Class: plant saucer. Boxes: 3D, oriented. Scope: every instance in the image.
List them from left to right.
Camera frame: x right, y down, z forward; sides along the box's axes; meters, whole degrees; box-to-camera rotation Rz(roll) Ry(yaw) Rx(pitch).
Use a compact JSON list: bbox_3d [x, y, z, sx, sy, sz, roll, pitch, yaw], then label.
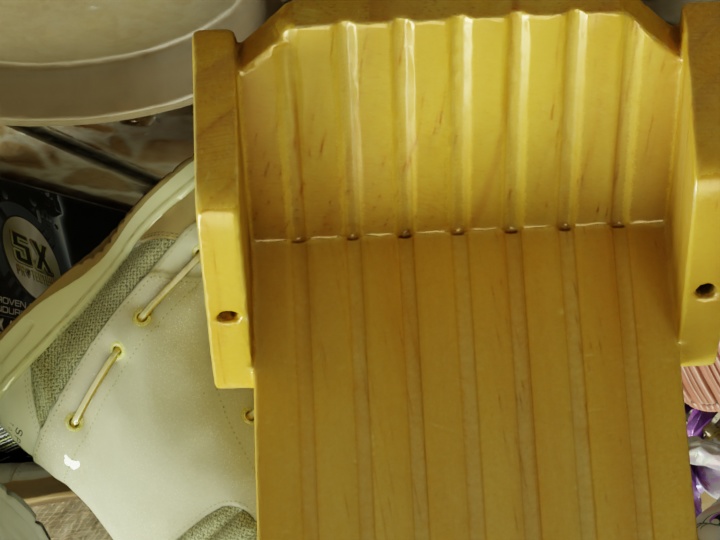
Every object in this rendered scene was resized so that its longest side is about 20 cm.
[{"bbox_3d":[-0.122,-0.104,1.043,0.199,0.030,0.200,-3,159,-1],"label":"plant saucer"}]

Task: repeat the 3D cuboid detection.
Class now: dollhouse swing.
[{"bbox_3d":[0.040,0.021,1.046,0.199,0.176,0.182,-2,142,0],"label":"dollhouse swing"}]

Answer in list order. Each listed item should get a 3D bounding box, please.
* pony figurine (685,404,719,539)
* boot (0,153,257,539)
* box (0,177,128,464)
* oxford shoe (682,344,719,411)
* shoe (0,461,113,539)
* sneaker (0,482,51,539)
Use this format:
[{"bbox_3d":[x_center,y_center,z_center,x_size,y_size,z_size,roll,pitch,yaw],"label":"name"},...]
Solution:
[{"bbox_3d":[0.184,0.094,1.374,0.167,0.200,0.193,51,159,-11],"label":"pony figurine"},{"bbox_3d":[-0.047,0.038,1.168,0.200,0.155,0.072,-42,166,7],"label":"boot"},{"bbox_3d":[-0.173,0.039,1.335,0.163,0.086,0.200,15,153,-39],"label":"box"},{"bbox_3d":[0.157,0.016,1.297,0.074,0.071,0.200,-27,-166,-17],"label":"oxford shoe"},{"bbox_3d":[-0.163,0.114,1.355,0.199,0.053,0.070,-1,127,-16],"label":"shoe"},{"bbox_3d":[-0.186,0.108,1.171,0.074,0.087,0.200,3,134,23],"label":"sneaker"}]
